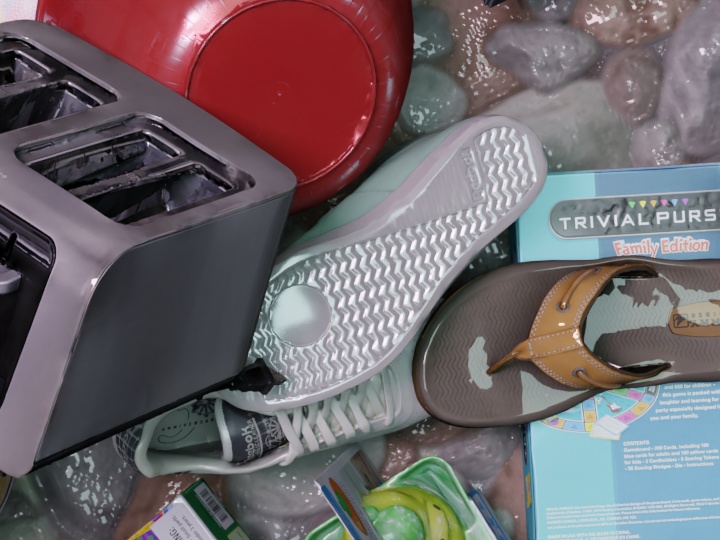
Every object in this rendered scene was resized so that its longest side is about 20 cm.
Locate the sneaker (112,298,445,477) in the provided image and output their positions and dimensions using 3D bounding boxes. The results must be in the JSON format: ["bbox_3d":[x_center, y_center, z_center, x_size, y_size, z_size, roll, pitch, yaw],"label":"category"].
[{"bbox_3d":[-0.027,0.066,1.344,0.199,0.081,0.077,-13,109,-6],"label":"sneaker"}]

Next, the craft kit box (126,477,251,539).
[{"bbox_3d":[-0.095,0.243,1.343,0.197,0.049,0.200,-41,88,17],"label":"craft kit box"}]

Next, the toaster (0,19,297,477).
[{"bbox_3d":[-0.142,-0.014,1.195,0.180,0.200,0.119,33,118,23],"label":"toaster"}]

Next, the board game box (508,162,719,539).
[{"bbox_3d":[0.156,0.047,1.376,0.150,0.047,0.201,-3,87,-1],"label":"board game box"}]

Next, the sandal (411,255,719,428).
[{"bbox_3d":[0.124,0.033,1.325,0.199,0.055,0.082,-4,88,-2],"label":"sandal"}]

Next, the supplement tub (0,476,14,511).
[{"bbox_3d":[-0.247,0.086,1.293,0.144,0.200,0.146,0,88,-1],"label":"supplement tub"}]

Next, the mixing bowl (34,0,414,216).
[{"bbox_3d":[-0.054,-0.102,1.304,0.199,0.108,0.201,-6,112,-15],"label":"mixing bowl"}]

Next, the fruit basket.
[{"bbox_3d":[0.041,0.166,1.294,0.093,0.200,0.186,-32,88,-1],"label":"fruit basket"}]

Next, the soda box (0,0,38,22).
[{"bbox_3d":[-0.224,-0.158,1.368,0.200,0.068,0.064,37,94,0],"label":"soda box"}]

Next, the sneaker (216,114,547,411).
[{"bbox_3d":[0.001,0.000,1.339,0.200,0.118,0.074,-38,98,-11],"label":"sneaker"}]

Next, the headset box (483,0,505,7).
[{"bbox_3d":[0.081,-0.249,1.301,0.092,0.174,0.201,-21,77,-15],"label":"headset box"}]
